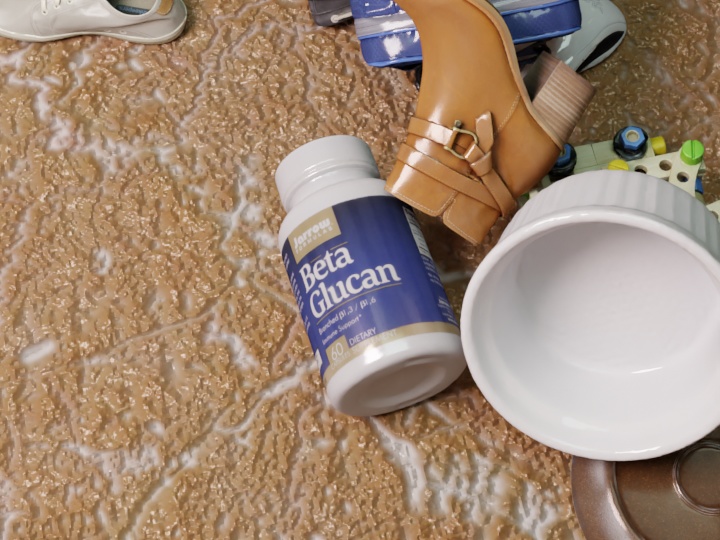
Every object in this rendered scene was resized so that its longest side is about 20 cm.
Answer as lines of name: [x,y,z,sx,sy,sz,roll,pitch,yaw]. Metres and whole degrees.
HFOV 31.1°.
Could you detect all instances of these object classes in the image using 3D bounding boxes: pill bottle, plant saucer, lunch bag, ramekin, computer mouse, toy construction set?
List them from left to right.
pill bottle: [0.000,0.000,0.995,0.110,0.111,0.201,-17,64,-8]
lunch bag: [0.091,-0.227,1.044,0.199,0.136,0.133,-8,103,8]
computer mouse: [0.152,-0.190,1.127,0.200,0.044,0.110,-39,68,-17]
ramekin: [0.177,0.027,0.920,0.199,0.202,0.098,16,33,8]
toy construction set: [0.206,-0.049,1.036,0.199,0.092,0.132,-5,64,-14]
plant saucer: [0.258,0.158,0.961,0.199,0.032,0.201,0,65,1]

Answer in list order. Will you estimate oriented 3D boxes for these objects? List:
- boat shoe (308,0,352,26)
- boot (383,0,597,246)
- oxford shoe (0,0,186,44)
boat shoe: [0.040,-0.278,1.163,0.199,0.061,0.074,-26,35,-16]
boot: [0.060,-0.125,0.959,0.200,0.074,0.155,36,99,-10]
oxford shoe: [-0.254,-0.242,1.148,0.198,0.058,0.076,5,66,5]
